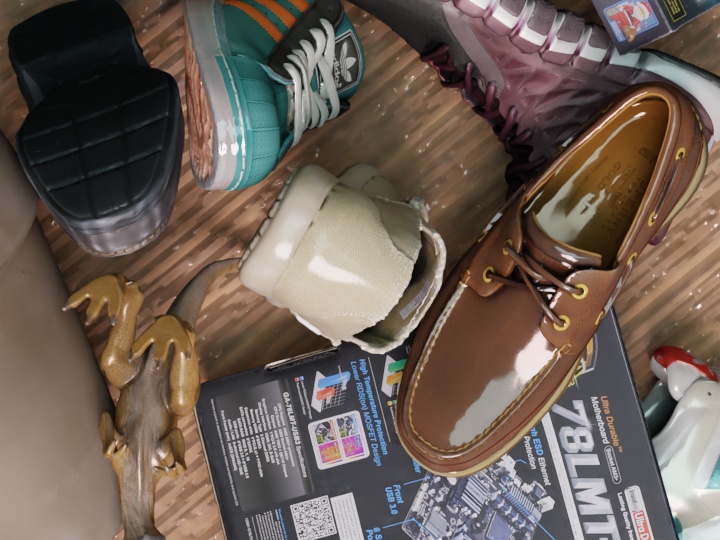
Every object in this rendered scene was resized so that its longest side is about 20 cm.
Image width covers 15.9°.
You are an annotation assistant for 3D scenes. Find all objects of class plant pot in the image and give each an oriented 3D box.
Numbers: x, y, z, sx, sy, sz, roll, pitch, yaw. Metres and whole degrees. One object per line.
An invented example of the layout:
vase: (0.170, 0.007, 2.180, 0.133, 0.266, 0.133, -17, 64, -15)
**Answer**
plant pot: (-0.190, 0.057, 1.118, 0.200, 0.200, 0.174, -38, 113, -4)

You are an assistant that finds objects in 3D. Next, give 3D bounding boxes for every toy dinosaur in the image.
toy dinosaur: (-0.088, 0.041, 1.120, 0.060, 0.106, 0.200, 6, 55, 12)

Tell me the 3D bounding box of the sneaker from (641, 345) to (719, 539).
sneaker: (0.182, 0.073, 1.205, 0.199, 0.070, 0.094, -20, 100, -2)

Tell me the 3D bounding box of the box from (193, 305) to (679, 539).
box: (0.042, 0.122, 1.161, 0.198, 0.050, 0.201, -16, 78, 4)

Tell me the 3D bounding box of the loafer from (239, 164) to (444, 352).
loafer: (0.000, 0.000, 1.109, 0.068, 0.200, 0.076, 35, 98, 8)

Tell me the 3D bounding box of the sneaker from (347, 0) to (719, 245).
sneaker: (0.068, -0.067, 1.187, 0.200, 0.076, 0.116, 22, 92, -8)

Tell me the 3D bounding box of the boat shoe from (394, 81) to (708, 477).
boat shoe: (0.079, -0.001, 1.122, 0.072, 0.068, 0.200, 35, 85, 13)

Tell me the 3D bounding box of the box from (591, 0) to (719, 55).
box: (0.126, -0.215, 1.173, 0.136, 0.038, 0.200, -31, 96, -37)

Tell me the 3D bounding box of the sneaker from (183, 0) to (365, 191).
sneaker: (-0.036, -0.090, 1.111, 0.080, 0.200, 0.072, -1, 114, -4)

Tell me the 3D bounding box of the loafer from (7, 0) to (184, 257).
loafer: (-0.106, -0.051, 1.106, 0.073, 0.200, 0.072, -17, 119, 0)
